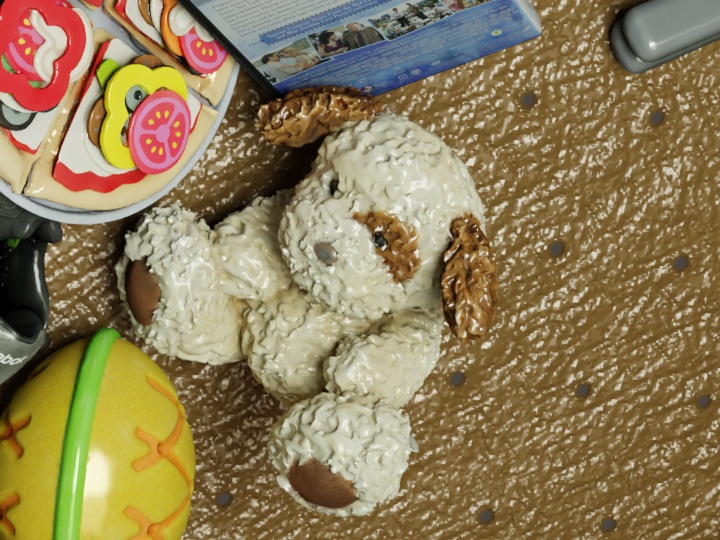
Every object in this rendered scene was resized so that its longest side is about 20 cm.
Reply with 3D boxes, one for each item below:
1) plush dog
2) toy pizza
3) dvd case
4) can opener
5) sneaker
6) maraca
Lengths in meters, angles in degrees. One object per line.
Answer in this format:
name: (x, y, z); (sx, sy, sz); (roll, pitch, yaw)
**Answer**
plush dog: (0.000, 0.000, 1.351); (0.160, 0.200, 0.172); (-20, 151, -51)
toy pizza: (-0.123, -0.122, 1.280); (0.200, 0.032, 0.201); (-10, 104, -45)
dvd case: (-0.008, -0.141, 1.291); (0.142, 0.018, 0.200); (-19, 153, 16)
can opener: (0.225, -0.177, 1.452); (0.199, 0.053, 0.067); (-24, 85, -12)
sneaker: (-0.205, 0.036, 1.317); (0.066, 0.090, 0.201); (9, 107, -50)
maraca: (-0.142, 0.129, 1.357); (0.106, 0.137, 0.201); (7, 88, 7)
